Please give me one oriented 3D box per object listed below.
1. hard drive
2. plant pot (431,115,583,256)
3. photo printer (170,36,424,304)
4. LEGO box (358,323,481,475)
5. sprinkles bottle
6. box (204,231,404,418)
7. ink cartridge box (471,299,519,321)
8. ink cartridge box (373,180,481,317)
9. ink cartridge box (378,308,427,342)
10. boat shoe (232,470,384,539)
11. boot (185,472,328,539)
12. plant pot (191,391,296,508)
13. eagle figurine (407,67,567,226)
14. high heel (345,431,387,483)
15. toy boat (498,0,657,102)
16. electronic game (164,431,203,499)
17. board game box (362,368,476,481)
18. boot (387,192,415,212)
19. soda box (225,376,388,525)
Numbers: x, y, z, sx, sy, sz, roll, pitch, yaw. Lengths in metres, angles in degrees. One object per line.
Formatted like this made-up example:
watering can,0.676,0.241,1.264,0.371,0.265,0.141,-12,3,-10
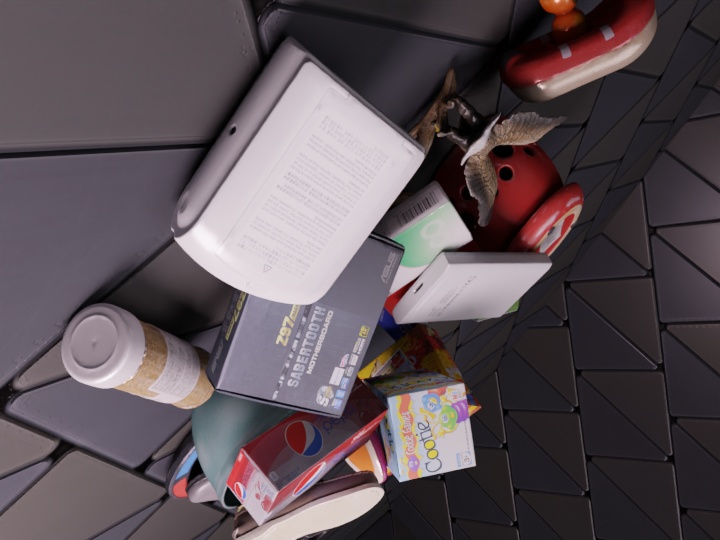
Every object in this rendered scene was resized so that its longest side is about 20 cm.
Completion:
hard drive,0.153,0.023,0.961,0.196,0.027,0.133,-1,143,-36
plant pot,0.216,-0.097,1.063,0.199,0.183,0.202,-38,159,-18
photo printer,-0.057,-0.070,0.617,0.165,0.070,0.202,28,105,-38
LEGO box,0.070,0.210,1.136,0.199,0.151,0.077,-40,152,17
sprinkles bottle,-0.204,0.089,0.684,0.068,0.068,0.200,-45,160,-4
box,-0.057,0.041,0.741,0.155,0.051,0.205,19,95,-31
ink cartridge box,0.153,0.018,1.159,0.102,0.198,0.061,-10,111,-39
ink cartridge box,0.077,-0.003,0.914,0.159,0.051,0.200,-33,136,10
ink cartridge box,0.072,0.042,1.138,0.044,0.094,0.202,-34,156,-26
boat shoe,-0.066,0.277,0.839,0.196,0.060,0.072,-28,135,12
boot,-0.143,0.338,1.005,0.194,0.135,0.070,-8,152,-20
plant pot,-0.134,0.172,0.885,0.199,0.134,0.202,-41,159,-20
eagle figurine,0.156,-0.156,0.869,0.150,0.197,0.155,-16,-126,50
high heel,-0.002,0.192,0.978,0.095,0.201,0.068,-9,143,-47
toy boat,0.258,-0.304,0.869,0.195,0.133,0.131,-22,-157,8
electronic game,-0.201,0.255,1.033,0.199,0.041,0.201,-42,160,-19
board game box,0.073,0.201,0.957,0.100,0.108,0.200,-8,179,-9
boot,0.000,0.000,0.969,0.174,0.066,0.203,-31,151,-46
soda box,-0.056,0.197,0.807,0.198,0.063,0.071,-25,150,-49
